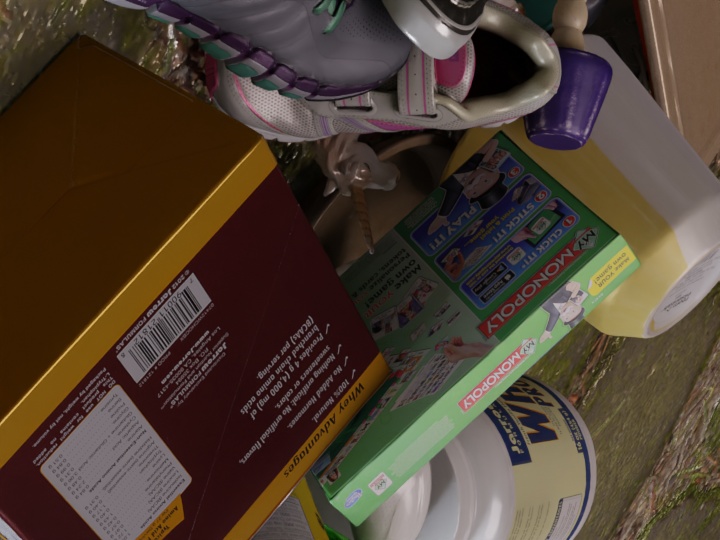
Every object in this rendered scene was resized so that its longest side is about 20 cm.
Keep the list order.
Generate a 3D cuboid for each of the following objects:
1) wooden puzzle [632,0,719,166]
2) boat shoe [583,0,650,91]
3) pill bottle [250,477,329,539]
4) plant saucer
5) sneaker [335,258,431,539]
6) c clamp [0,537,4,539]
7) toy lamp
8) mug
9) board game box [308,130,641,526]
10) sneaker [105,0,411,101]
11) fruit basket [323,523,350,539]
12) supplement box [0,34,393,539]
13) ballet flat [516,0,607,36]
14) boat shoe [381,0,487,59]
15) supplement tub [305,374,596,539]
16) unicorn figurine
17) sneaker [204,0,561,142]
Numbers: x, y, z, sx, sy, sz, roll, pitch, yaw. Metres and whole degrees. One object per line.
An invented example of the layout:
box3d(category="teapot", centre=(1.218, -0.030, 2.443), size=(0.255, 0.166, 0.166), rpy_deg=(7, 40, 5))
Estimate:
box3d(category="wooden puzzle", centre=(0.226, -0.166, 1.216), size=(0.185, 0.037, 0.201), rpy_deg=(-50, 141, -40))
box3d(category="boat shoe", centre=(0.182, -0.151, 1.250), size=(0.199, 0.068, 0.073), rpy_deg=(-22, 136, -47))
box3d(category="pill bottle", centre=(-0.065, 0.171, 0.977), size=(0.111, 0.201, 0.113), rpy_deg=(-14, 138, -13))
box3d(category="plant saucer", centre=(0.000, 0.000, 1.157), size=(0.200, 0.029, 0.201), rpy_deg=(-37, 145, -32))
box3d(category="sneaker", centre=(-0.005, 0.088, 1.124), size=(0.080, 0.070, 0.202), rpy_deg=(-16, 111, -36))
box3d(category="c clamp", centre=(-0.151, 0.112, 1.033), size=(0.200, 0.027, 0.171), rpy_deg=(-49, 150, -14))
box3d(category="toy lamp", centre=(0.126, -0.171, 1.073), size=(0.058, 0.058, 0.202), rpy_deg=(27, 68, -61))
box3d(category="mug", centre=(0.138, -0.027, 1.135), size=(0.187, 0.153, 0.149), rpy_deg=(-44, 160, -1))
box3d(category="board game box", centre=(0.038, 0.026, 0.981), size=(0.200, 0.135, 0.029), rpy_deg=(-42, 128, 1))
box3d(category="sneaker", centre=(-0.040, -0.134, 0.833), size=(0.199, 0.087, 0.075), rpy_deg=(16, 68, -37))
box3d(category="fruit basket", centre=(-0.089, 0.229, 1.099), size=(0.216, 0.155, 0.216), rpy_deg=(-56, 168, -19))
box3d(category="supplement box", centre=(-0.118, 0.039, 0.885), size=(0.198, 0.132, 0.200), rpy_deg=(-48, 143, -16))
box3d(category="ballet flat", centre=(0.161, -0.228, 1.147), size=(0.073, 0.073, 0.201), rpy_deg=(8, 117, -59))
box3d(category="boat shoe", centre=(0.051, -0.185, 0.918), size=(0.063, 0.071, 0.201), rpy_deg=(-34, -150, 34))
box3d(category="supplement tub", centre=(0.062, 0.146, 1.267), size=(0.199, 0.144, 0.146), rpy_deg=(-1, 119, -59))
box3d(category="unicorn figurine", centre=(0.030, -0.120, 1.059), size=(0.137, 0.073, 0.202), rpy_deg=(-7, 108, -54))
box3d(category="sneaker", centre=(0.019, -0.111, 0.955), size=(0.198, 0.088, 0.082), rpy_deg=(-6, 93, -19))
